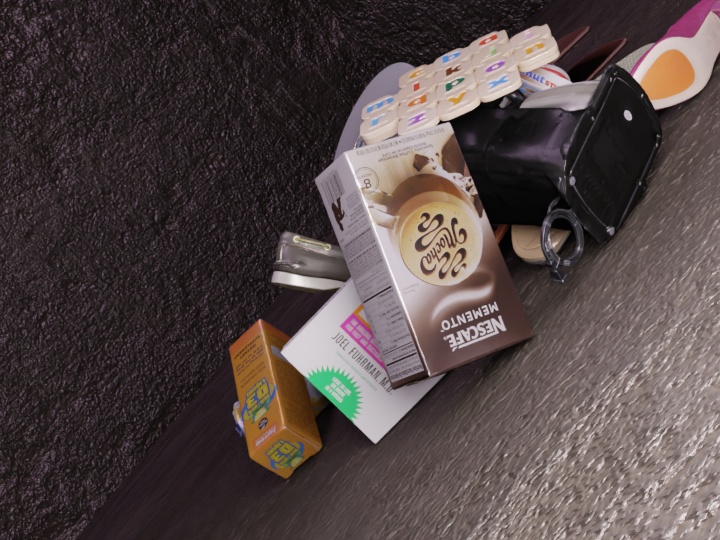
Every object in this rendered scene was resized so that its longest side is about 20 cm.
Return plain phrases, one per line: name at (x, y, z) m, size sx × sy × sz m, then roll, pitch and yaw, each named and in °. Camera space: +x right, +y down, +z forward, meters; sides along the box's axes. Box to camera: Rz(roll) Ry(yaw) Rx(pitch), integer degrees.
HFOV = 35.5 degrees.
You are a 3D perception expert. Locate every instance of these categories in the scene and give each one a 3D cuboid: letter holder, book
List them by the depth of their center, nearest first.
book at (0.037, 0.053, 1.114) m, size 0.200 × 0.133 × 0.048 m, roll -46°, pitch 7°, yaw 9°
letter holder at (0.302, -0.270, 1.489) m, size 0.142 × 0.101 × 0.200 m, roll -45°, pitch 6°, yaw -1°

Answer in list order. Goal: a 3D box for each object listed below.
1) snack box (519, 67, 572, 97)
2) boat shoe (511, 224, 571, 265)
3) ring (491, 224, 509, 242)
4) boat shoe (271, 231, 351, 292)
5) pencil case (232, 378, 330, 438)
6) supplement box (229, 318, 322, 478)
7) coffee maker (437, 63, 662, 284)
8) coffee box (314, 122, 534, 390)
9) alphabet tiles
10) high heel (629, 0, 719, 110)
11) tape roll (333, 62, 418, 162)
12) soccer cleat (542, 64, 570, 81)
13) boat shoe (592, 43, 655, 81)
snack box at (0.158, -0.170, 1.190) m, size 0.025 × 0.071 × 0.200 m, roll -66°, pitch 5°, yaw -13°
boat shoe at (0.208, -0.085, 1.139) m, size 0.071 × 0.065 × 0.202 m, roll 3°, pitch 59°, yaw 30°
ring at (0.139, -0.020, 1.286) m, size 0.201 × 0.019 × 0.200 m, roll -57°, pitch 3°, yaw 5°
boat shoe at (0.001, 0.000, 1.253) m, size 0.072 × 0.200 × 0.061 m, roll 169°, pitch 108°, yaw -71°
pencil case at (-0.077, 0.149, 1.478) m, size 0.200 × 0.091 × 0.083 m, roll -45°, pitch -35°, yaw 6°
supplement box at (-0.107, 0.154, 1.379) m, size 0.066 × 0.069 × 0.201 m, roll -42°, pitch 38°, yaw 16°
coffee maker at (0.143, -0.096, 1.030) m, size 0.199 × 0.136 × 0.192 m, roll 6°, pitch 38°, yaw 49°
coffee box at (0.054, -0.012, 0.976) m, size 0.112 × 0.202 × 0.080 m, roll -19°, pitch -6°, yaw -26°
alphabet tiles at (0.091, -0.177, 1.065) m, size 0.198 × 0.015 × 0.196 m, roll -24°, pitch 23°, yaw 12°
high heel at (0.323, -0.223, 1.160) m, size 0.200 × 0.068 × 0.096 m, roll -44°, pitch 15°, yaw -16°
tape roll at (0.041, -0.127, 1.261) m, size 0.200 × 0.066 × 0.202 m, roll -42°, pitch 40°, yaw 48°
soccer cleat at (0.156, -0.214, 1.296) m, size 0.199 × 0.069 × 0.086 m, roll -9°, pitch 41°, yaw 41°
boat shoe at (0.258, -0.169, 1.231) m, size 0.199 × 0.062 × 0.075 m, roll -33°, pitch 23°, yaw 23°
